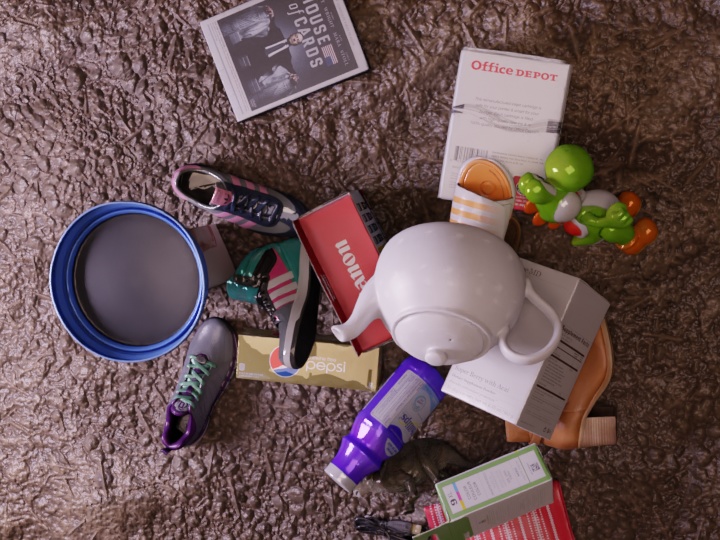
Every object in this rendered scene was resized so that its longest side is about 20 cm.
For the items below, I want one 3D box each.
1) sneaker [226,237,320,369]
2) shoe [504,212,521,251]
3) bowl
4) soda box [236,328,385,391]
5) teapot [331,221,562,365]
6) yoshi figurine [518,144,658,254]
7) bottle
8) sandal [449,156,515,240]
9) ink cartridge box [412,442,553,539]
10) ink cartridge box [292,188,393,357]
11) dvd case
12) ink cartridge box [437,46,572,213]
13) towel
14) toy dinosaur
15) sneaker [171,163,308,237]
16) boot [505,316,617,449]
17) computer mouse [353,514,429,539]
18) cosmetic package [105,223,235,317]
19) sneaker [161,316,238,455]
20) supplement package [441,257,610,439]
[{"bbox_3d":[-0.124,0.043,1.457,0.121,0.084,0.200,-3,56,13],"label":"sneaker"},{"bbox_3d":[0.173,0.007,1.457,0.070,0.053,0.200,16,112,-6],"label":"shoe"},{"bbox_3d":[-0.284,0.013,1.323,0.200,0.039,0.201,1,95,9],"label":"bowl"},{"bbox_3d":[-0.068,0.124,1.493,0.200,0.068,0.064,4,96,7],"label":"soda box"},{"bbox_3d":[0.106,0.047,1.278,0.197,0.146,0.200,33,140,-29],"label":"teapot"},{"bbox_3d":[0.296,-0.098,1.359,0.200,0.112,0.112,18,76,-32],"label":"yoshi figurine"},{"bbox_3d":[0.033,0.211,1.452,0.065,0.084,0.200,33,74,35],"label":"bottle"},{"bbox_3d":[0.151,-0.042,1.379,0.079,0.059,0.207,10,111,6],"label":"sandal"},{"bbox_3d":[0.158,0.311,1.439,0.200,0.104,0.059,-23,59,-2],"label":"ink cartridge box"},{"bbox_3d":[0.000,0.000,1.417,0.084,0.176,0.200,-26,92,10],"label":"ink cartridge box"},{"bbox_3d":[-0.104,-0.310,1.475,0.200,0.025,0.150,-20,93,10],"label":"dvd case"},{"bbox_3d":[0.191,-0.185,1.417,0.145,0.083,0.200,10,98,7],"label":"ink cartridge box"},{"bbox_3d":[0.202,0.382,1.508,0.200,0.022,0.145,-13,93,9],"label":"towel"},{"bbox_3d":[0.080,0.272,1.483,0.200,0.077,0.102,-24,60,-3],"label":"toy dinosaur"},{"bbox_3d":[-0.170,-0.093,1.477,0.200,0.082,0.070,18,98,5],"label":"sneaker"},{"bbox_3d":[0.267,0.145,1.451,0.155,0.074,0.200,-2,90,15],"label":"boot"},{"bbox_3d":[0.039,0.452,1.529,0.110,0.044,0.200,4,91,3],"label":"computer mouse"},{"bbox_3d":[-0.250,-0.004,1.439,0.103,0.200,0.087,-22,92,8],"label":"cosmetic package"},{"bbox_3d":[-0.229,0.166,1.510,0.074,0.088,0.200,18,98,6],"label":"sneaker"},{"bbox_3d":[0.215,0.098,1.388,0.121,0.120,0.200,21,85,36],"label":"supplement package"}]
